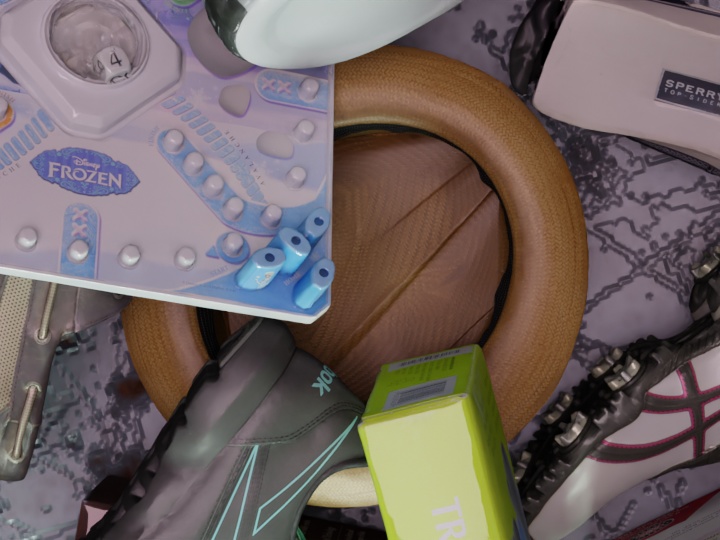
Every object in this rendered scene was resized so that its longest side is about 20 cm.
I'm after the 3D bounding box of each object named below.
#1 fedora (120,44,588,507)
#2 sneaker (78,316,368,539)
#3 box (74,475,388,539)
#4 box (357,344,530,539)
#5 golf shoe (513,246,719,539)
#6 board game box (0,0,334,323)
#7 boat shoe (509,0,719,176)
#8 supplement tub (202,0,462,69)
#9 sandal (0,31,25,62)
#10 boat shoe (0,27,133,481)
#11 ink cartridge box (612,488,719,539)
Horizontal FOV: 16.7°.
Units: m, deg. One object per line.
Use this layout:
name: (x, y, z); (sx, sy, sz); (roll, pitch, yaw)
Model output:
fedora: (0.000, 0.000, 1.036); (0.201, 0.082, 0.201); (1, 97, 7)
sneaker: (-0.071, 0.116, 0.978); (0.079, 0.075, 0.200); (37, 99, -8)
box: (-0.027, 0.158, 1.051); (0.200, 0.075, 0.100); (10, 94, 4)
box: (0.047, 0.137, 0.944); (0.048, 0.122, 0.200); (-14, 96, 6)
golf shoe: (0.144, 0.058, 1.037); (0.200, 0.077, 0.088); (-44, 97, 4)
board game box: (-0.102, -0.089, 0.942); (0.200, 0.026, 0.200); (10, 62, -18)
boat shoe: (0.160, -0.076, 1.017); (0.200, 0.093, 0.075); (21, 108, -3)
supplement tub: (-0.032, -0.188, 0.933); (0.123, 0.123, 0.200); (-24, 74, 4)
sandal: (-0.152, -0.165, 1.003); (0.080, 0.057, 0.201); (-2, 49, -16)
boat shoe: (-0.130, -0.004, 1.002); (0.073, 0.074, 0.200); (21, 105, -16)
ink cartridge box: (0.186, 0.162, 0.976); (0.145, 0.200, 0.145); (-25, 91, 4)
